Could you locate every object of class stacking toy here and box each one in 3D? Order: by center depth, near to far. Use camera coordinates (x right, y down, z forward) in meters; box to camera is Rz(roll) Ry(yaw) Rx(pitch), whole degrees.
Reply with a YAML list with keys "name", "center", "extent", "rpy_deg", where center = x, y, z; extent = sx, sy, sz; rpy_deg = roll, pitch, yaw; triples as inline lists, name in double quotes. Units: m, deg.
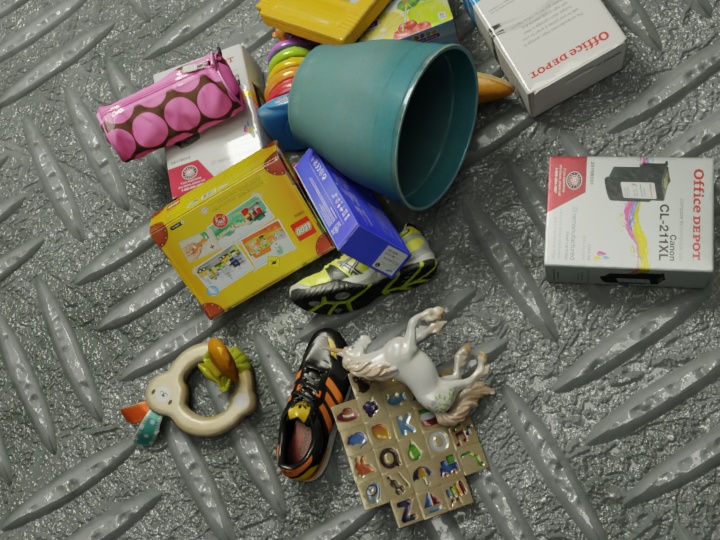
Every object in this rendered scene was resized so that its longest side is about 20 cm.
- name: "stacking toy"
  center: [-0.093, -0.285, 1.286]
  extent: [0.115, 0.110, 0.202]
  rpy_deg: [-16, 61, 9]

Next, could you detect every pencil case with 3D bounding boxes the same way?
- name: "pencil case"
  center: [-0.258, -0.222, 1.214]
  extent: [0.198, 0.094, 0.092]
  rpy_deg: [-25, 71, 10]

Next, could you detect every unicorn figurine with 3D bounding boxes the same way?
- name: "unicorn figurine"
  center: [0.067, 0.113, 1.123]
  extent: [0.137, 0.074, 0.200]
  rpy_deg: [-44, 81, -8]

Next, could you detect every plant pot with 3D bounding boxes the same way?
- name: "plant pot"
  center: [0.020, -0.198, 1.127]
  extent: [0.187, 0.200, 0.202]
  rpy_deg: [21, 81, 28]

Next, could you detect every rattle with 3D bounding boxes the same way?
- name: "rattle"
  center: [-0.242, 0.165, 1.178]
  extent: [0.198, 0.143, 0.132]
  rpy_deg: [-13, 91, 4]

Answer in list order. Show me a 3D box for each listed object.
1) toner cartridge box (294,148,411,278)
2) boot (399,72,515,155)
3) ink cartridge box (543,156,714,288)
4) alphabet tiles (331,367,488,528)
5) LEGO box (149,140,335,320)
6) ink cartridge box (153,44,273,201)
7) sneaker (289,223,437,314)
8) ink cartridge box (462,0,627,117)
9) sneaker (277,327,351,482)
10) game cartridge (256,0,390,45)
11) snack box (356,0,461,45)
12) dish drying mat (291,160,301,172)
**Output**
- name: "toner cartridge box"
  center: [-0.013, -0.078, 1.156]
  extent: [0.043, 0.095, 0.201]
  rpy_deg: [-49, 38, 16]
- name: "boot"
  center: [0.104, -0.193, 1.226]
  extent: [0.199, 0.071, 0.146]
  rpy_deg: [6, 82, 20]
- name: "ink cartridge box"
  center: [0.332, -0.061, 1.121]
  extent: [0.197, 0.083, 0.148]
  rpy_deg: [2, 76, 15]
- name: "alphabet tiles"
  center: [0.061, 0.209, 1.133]
  extent: [0.165, 0.006, 0.202]
  rpy_deg: [-17, 72, -8]
- name: "LEGO box"
  center: [-0.156, -0.053, 1.201]
  extent: [0.199, 0.077, 0.150]
  rpy_deg: [-29, 115, 4]
- name: "ink cartridge box"
  center: [-0.204, -0.198, 1.288]
  extent: [0.146, 0.086, 0.202]
  rpy_deg: [-16, 74, 10]
- name: "sneaker"
  center: [0.000, 0.000, 1.200]
  extent: [0.198, 0.076, 0.077]
  rpy_deg: [-16, 64, -1]
- name: "ink cartridge box"
  center: [0.243, -0.330, 1.212]
  extent: [0.145, 0.084, 0.202]
  rpy_deg: [-28, 72, 5]
- name: "sneaker"
  center: [-0.060, 0.168, 1.153]
  extent: [0.069, 0.090, 0.202]
  rpy_deg: [9, 78, 16]
- name: "game cartridge"
  center: [-0.028, -0.399, 1.239]
  extent: [0.175, 0.033, 0.201]
  rpy_deg: [26, 69, 33]
- name: "snack box"
  center: [0.035, -0.367, 1.259]
  extent: [0.167, 0.068, 0.202]
  rpy_deg: [-19, 55, 8]
- name: "dish drying mat"
  center: [-0.141, -0.077, 1.254]
  extent: [0.199, 0.077, 0.018]
  rpy_deg: [-30, 32, 5]
